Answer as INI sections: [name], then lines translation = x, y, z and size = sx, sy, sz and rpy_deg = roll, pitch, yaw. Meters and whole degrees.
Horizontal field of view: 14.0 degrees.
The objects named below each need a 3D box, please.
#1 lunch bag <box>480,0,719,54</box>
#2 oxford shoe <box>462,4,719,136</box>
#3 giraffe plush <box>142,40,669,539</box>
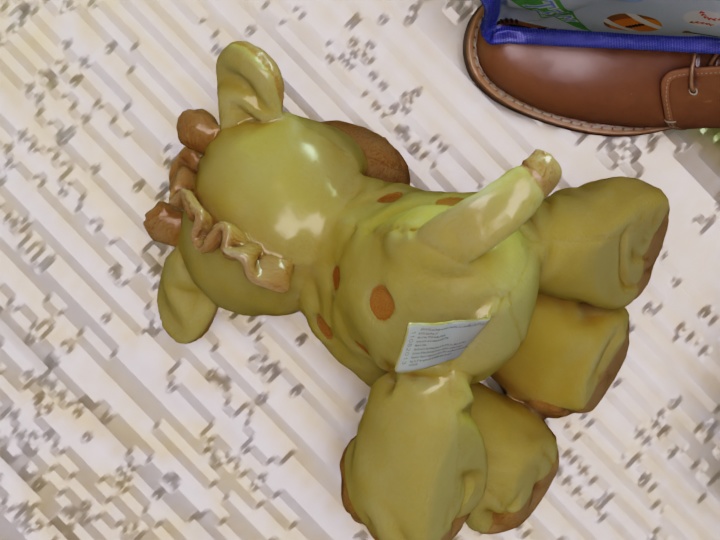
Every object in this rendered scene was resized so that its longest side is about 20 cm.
[lunch bag]
translation = 0.147, -0.175, 1.122
size = 0.199, 0.124, 0.171
rpy_deg = 6, 75, 12
[oxford shoe]
translation = 0.141, -0.088, 1.181
size = 0.199, 0.071, 0.072
rpy_deg = 4, 90, -1
[giraffe plush]
translation = 0.000, 0.000, 1.141
size = 0.162, 0.200, 0.173
rpy_deg = 30, 91, 27
